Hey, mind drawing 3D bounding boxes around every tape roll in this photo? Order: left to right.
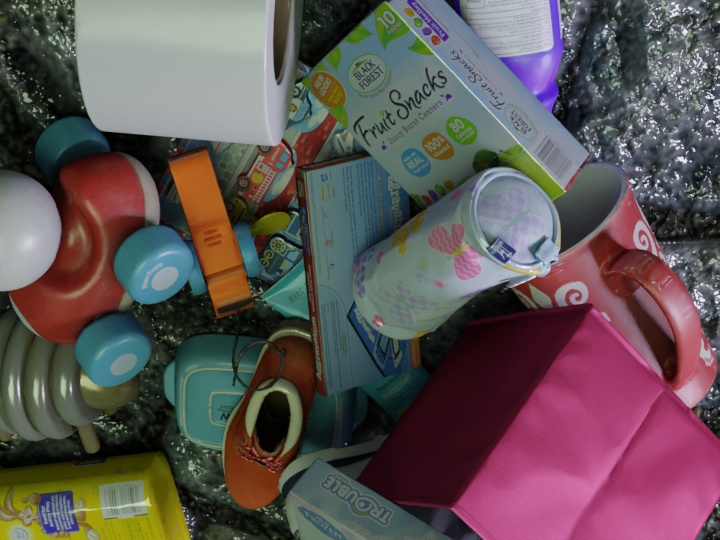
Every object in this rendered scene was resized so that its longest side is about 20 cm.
[{"bbox_3d":[-0.122,-0.200,1.017,0.138,0.203,0.204,5,118,4],"label":"tape roll"}]

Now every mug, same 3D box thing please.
[{"bbox_3d":[0.211,0.038,1.127,0.133,0.178,0.201,-29,116,13],"label":"mug"}]

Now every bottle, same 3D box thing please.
[{"bbox_3d":[0.120,-0.186,1.073,0.083,0.065,0.202,-4,118,14],"label":"bottle"}]

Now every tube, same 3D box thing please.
[{"bbox_3d":[0.003,0.068,1.234,0.077,0.050,0.200,-42,105,3],"label":"tube"}]

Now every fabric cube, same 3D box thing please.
[{"bbox_3d":[0.145,0.172,1.101,0.200,0.200,0.196,44,157,-14],"label":"fabric cube"}]

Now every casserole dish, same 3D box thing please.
[{"bbox_3d":[-0.092,0.125,1.278,0.198,0.039,0.122,6,118,4],"label":"casserole dish"}]

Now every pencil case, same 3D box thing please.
[{"bbox_3d":[0.073,-0.009,1.075,0.090,0.084,0.200,35,147,-16],"label":"pencil case"}]

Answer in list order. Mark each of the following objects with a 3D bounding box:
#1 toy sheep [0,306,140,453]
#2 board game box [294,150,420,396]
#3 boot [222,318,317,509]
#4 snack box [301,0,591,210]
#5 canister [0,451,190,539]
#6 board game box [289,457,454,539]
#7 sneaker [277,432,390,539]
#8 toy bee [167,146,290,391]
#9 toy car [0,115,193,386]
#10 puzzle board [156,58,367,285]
[{"bbox_3d":[-0.295,0.094,1.235,0.198,0.138,0.139,2,118,11],"label":"toy sheep"},{"bbox_3d":[0.000,0.000,1.162,0.102,0.019,0.202,-15,111,-29],"label":"board game box"},{"bbox_3d":[-0.087,0.152,1.211,0.074,0.107,0.201,16,120,-2],"label":"boot"},{"bbox_3d":[0.065,-0.120,1.074,0.200,0.053,0.142,46,144,-9],"label":"snack box"},{"bbox_3d":[-0.280,0.257,1.342,0.198,0.087,0.150,-7,117,8],"label":"canister"},{"bbox_3d":[0.042,0.263,1.082,0.199,0.043,0.200,28,148,26],"label":"board game box"},{"bbox_3d":[0.029,0.193,1.210,0.198,0.081,0.077,-18,143,-10],"label":"sneaker"},{"bbox_3d":[-0.128,-0.002,1.169,0.130,0.109,0.202,3,88,-7],"label":"toy bee"},{"bbox_3d":[-0.275,-0.017,1.093,0.199,0.185,0.178,-1,131,-45],"label":"toy car"},{"bbox_3d":[-0.083,-0.090,1.175,0.150,0.017,0.201,28,117,-9],"label":"puzzle board"}]
